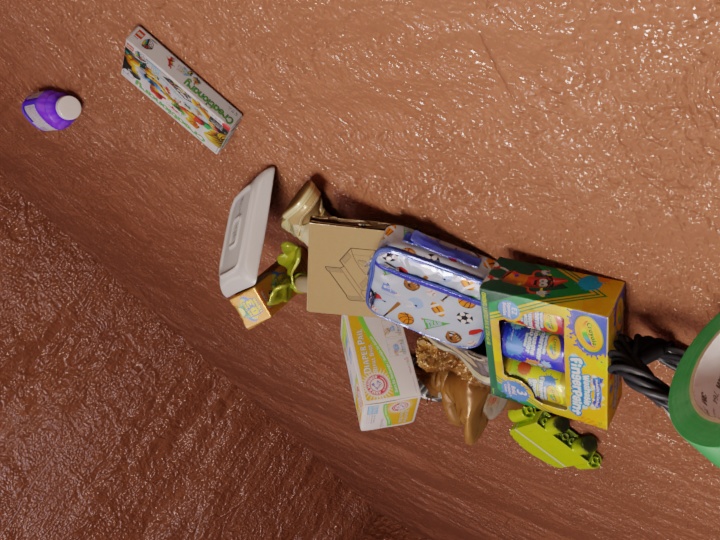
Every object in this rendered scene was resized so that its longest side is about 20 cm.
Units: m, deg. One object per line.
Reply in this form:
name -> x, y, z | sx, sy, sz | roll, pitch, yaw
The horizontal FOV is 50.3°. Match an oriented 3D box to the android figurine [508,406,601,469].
android figurine -> 0.356, 0.314, 1.429 | 0.182, 0.041, 0.200 | 36, 159, 2

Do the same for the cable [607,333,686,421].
cable -> 0.358, 0.131, 0.880 | 0.163, 0.051, 0.200 | 27, -158, 9

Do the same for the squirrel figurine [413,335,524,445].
squirrel figurine -> 0.167, 0.176, 1.356 | 0.186, 0.141, 0.201 | 29, 146, 48

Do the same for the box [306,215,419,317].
box -> 0.000, 0.000, 1.181 | 0.162, 0.021, 0.201 | 6, 137, 0

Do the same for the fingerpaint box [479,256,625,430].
fingerpaint box -> 0.250, 0.096, 0.996 | 0.166, 0.073, 0.201 | 14, 134, 30

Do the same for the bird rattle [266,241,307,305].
bird rattle -> -0.062, 0.034, 1.338 | 0.163, 0.113, 0.200 | 14, 173, 43

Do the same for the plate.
plate -> -0.201, -0.063, 1.305 | 0.032, 0.201, 0.199 | 13, 167, -20

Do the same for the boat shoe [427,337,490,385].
boat shoe -> 0.164, 0.096, 1.216 | 0.200, 0.074, 0.074 | 37, 153, 38

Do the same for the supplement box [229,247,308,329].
supplement box -> -0.154, 0.029, 1.400 | 0.069, 0.200, 0.067 | -24, 102, 32

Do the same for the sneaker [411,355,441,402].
sneaker -> 0.143, 0.234, 1.570 | 0.116, 0.075, 0.200 | 46, 168, -35

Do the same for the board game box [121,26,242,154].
board game box -> -0.282, -0.277, 1.199 | 0.200, 0.035, 0.126 | 40, 159, -9

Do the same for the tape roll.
tape roll -> 0.378, 0.092, 0.702 | 0.048, 0.201, 0.200 | 38, 159, -9

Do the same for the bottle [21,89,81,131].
bottle -> -0.640, -0.335, 1.598 | 0.200, 0.065, 0.084 | 9, 147, 50

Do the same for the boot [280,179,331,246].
boot -> -0.050, -0.060, 1.228 | 0.155, 0.073, 0.200 | 39, 166, -2

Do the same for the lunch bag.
lunch bag -> 0.101, 0.021, 1.098 | 0.199, 0.076, 0.161 | 20, 140, 7

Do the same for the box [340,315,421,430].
box -> 0.032, 0.166, 1.366 | 0.113, 0.101, 0.201 | 96, 164, -56
